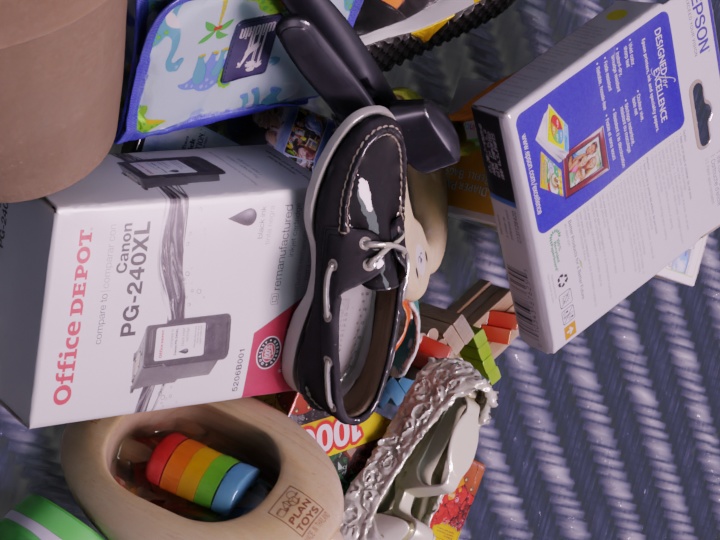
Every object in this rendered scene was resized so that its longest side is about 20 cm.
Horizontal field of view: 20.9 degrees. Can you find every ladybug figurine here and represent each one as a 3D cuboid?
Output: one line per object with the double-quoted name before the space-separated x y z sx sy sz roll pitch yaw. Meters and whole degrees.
"ladybug figurine" -0.097 0.141 1.230 0.136 0.199 0.072 -48 151 -34

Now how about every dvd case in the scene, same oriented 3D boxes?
"dvd case" -0.081 -0.049 1.304 0.199 0.017 0.144 18 89 -43

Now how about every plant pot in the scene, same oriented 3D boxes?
"plant pot" -0.206 -0.137 1.078 0.200 0.200 0.176 -36 140 -30

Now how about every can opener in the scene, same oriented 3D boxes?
"can opener" -0.005 -0.120 1.206 0.200 0.078 0.064 47 27 -52

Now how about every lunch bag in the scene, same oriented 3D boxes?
"lunch bag" -0.091 -0.189 1.189 0.169 0.127 0.202 -16 112 -35

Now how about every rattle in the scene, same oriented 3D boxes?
"rattle" 0.070 -0.028 1.327 0.131 0.141 0.202 84 6 -63

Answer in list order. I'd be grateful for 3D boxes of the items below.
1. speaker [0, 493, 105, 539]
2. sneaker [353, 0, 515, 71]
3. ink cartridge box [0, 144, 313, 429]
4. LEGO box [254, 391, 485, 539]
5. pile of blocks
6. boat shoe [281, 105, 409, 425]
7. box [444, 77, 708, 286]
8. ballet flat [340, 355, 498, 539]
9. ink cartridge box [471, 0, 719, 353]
"speaker" -0.231 0.239 1.193 0.201 0.088 0.089 -56 129 -17
"sneaker" 0.016 -0.191 1.335 0.199 0.070 0.091 -25 80 -20
"ink cartridge box" -0.130 0.007 1.204 0.199 0.083 0.147 -7 117 -37
"LEGO box" -0.024 0.167 1.365 0.199 0.077 0.150 27 82 -42
"pile of blocks" 0.053 0.067 1.420 0.199 0.062 0.083 -14 109 -38
"boat shoe" 0.000 0.000 1.202 0.073 0.060 0.202 -4 118 -39
"box" 0.162 -0.065 1.453 0.199 0.112 0.102 16 90 -41
"ballet flat" 0.032 0.149 1.315 0.072 0.071 0.201 35 77 -41
"ink cartridge box" 0.173 -0.076 1.346 0.199 0.047 0.199 -36 128 -28
